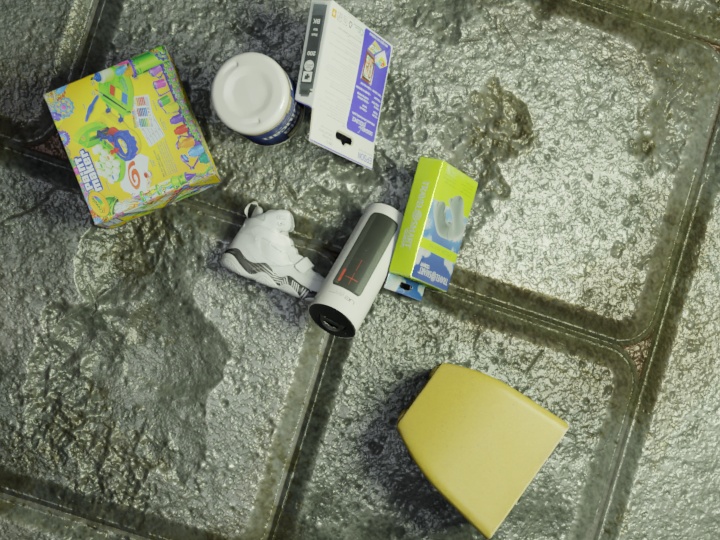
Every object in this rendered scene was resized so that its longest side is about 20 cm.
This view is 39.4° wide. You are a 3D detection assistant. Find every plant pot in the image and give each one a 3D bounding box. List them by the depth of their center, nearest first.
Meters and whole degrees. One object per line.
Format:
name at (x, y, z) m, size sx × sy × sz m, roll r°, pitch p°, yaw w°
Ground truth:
plant pot at (0.160, 0.242, 1.481) m, size 0.199 × 0.196 × 0.195 m, roll 37°, pitch 87°, yaw 5°

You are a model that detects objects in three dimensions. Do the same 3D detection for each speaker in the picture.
speaker at (0.000, 0.000, 1.489) m, size 0.080 × 0.081 × 0.202 m, roll 32°, pitch 61°, yaw -2°

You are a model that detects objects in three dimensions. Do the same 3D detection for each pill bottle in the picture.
pill bottle at (-0.140, -0.241, 1.460) m, size 0.109 × 0.200 × 0.113 m, roll 0°, pitch 90°, yaw 7°

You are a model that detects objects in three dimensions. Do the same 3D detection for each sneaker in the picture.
sneaker at (-0.104, -0.025, 1.524) m, size 0.197 × 0.075 × 0.117 m, roll 21°, pitch 90°, yaw 0°

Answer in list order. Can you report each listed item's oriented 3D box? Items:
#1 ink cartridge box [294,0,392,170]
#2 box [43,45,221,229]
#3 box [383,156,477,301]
ink cartridge box at (-0.026, -0.268, 1.481) m, size 0.043 × 0.197 × 0.204 m, roll 7°, pitch 86°, yaw 29°
box at (-0.334, -0.193, 1.491) m, size 0.190 × 0.122 × 0.203 m, roll -22°, pitch 91°, yaw -4°
box at (0.107, -0.057, 1.517) m, size 0.047 × 0.121 × 0.204 m, roll 14°, pitch 87°, yaw 34°
